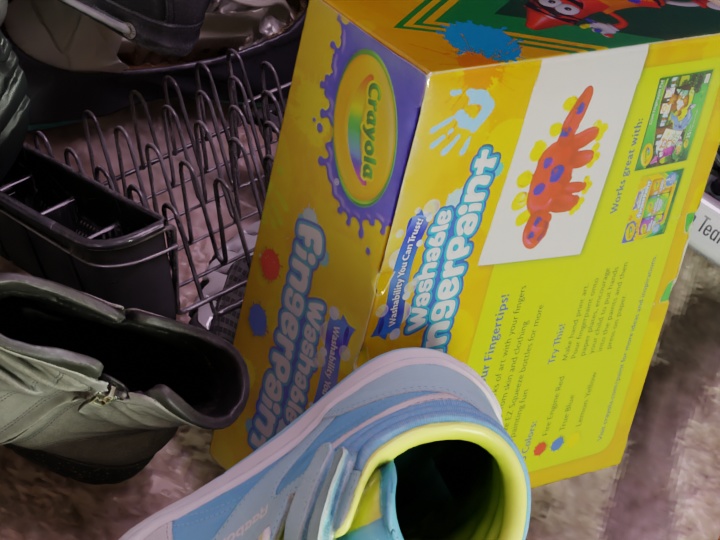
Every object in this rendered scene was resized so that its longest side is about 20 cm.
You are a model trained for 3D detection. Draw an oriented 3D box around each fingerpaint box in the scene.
[{"bbox_3d":[0.043,-0.010,1.003,0.167,0.200,0.073,-12,37,-38],"label":"fingerpaint box"}]

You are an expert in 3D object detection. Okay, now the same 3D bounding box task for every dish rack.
[{"bbox_3d":[-0.051,-0.045,1.069,0.200,0.055,0.153,-25,30,-25],"label":"dish rack"}]

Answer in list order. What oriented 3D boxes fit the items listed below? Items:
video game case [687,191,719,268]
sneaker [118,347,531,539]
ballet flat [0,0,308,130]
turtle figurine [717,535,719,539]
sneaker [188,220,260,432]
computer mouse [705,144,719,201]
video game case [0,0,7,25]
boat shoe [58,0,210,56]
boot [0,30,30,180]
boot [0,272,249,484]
[{"bbox_3d":[0.111,-0.048,1.168,0.182,0.024,0.200,34,6,7],"label":"video game case"},{"bbox_3d":[-0.026,0.107,0.879,0.080,0.200,0.131,46,-3,-12],"label":"sneaker"},{"bbox_3d":[-0.102,-0.106,1.163,0.200,0.073,0.073,-5,50,-32],"label":"ballet flat"},{"bbox_3d":[0.223,0.184,1.043,0.200,0.064,0.162,19,48,-23],"label":"turtle figurine"},{"bbox_3d":[0.000,0.000,1.086,0.090,0.067,0.200,-4,27,31],"label":"sneaker"},{"bbox_3d":[0.165,-0.055,1.193,0.110,0.044,0.200,32,5,-6],"label":"computer mouse"},{"bbox_3d":[-0.268,-0.088,1.061,0.182,0.023,0.200,29,53,2],"label":"video game case"},{"bbox_3d":[-0.140,-0.148,1.107,0.200,0.068,0.072,28,32,26],"label":"boat shoe"},{"bbox_3d":[-0.231,-0.119,1.016,0.200,0.076,0.168,40,-4,-41],"label":"boot"},{"bbox_3d":[-0.145,0.021,0.952,0.200,0.131,0.068,16,71,-14],"label":"boot"}]
